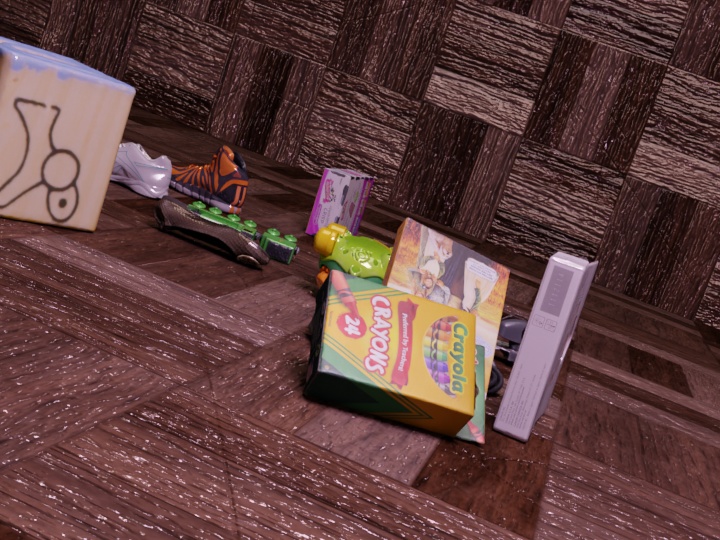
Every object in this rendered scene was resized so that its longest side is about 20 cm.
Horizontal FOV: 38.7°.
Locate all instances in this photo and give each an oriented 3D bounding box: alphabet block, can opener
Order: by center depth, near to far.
[{"bbox_3d":[-0.441,-0.186,1.344,0.194,0.203,0.195,11,13,-46],"label":"alphabet block"},{"bbox_3d":[0.165,0.083,1.477,0.197,0.068,0.053,18,8,-15],"label":"can opener"}]

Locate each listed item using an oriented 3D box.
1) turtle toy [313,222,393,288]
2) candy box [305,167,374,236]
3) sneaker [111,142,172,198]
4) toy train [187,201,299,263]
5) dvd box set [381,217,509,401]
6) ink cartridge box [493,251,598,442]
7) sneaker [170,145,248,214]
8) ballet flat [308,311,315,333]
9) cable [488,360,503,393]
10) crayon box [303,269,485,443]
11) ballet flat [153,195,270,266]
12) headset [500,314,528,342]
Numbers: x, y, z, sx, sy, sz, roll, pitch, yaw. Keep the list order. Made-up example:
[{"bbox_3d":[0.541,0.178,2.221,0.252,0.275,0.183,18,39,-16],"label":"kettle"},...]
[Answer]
[{"bbox_3d":[0.000,0.000,1.503,0.144,0.102,0.200,20,9,5],"label":"turtle toy"},{"bbox_3d":[-0.040,-0.135,2.096,0.060,0.138,0.200,19,8,12],"label":"candy box"},{"bbox_3d":[-0.423,-0.192,1.804,0.198,0.081,0.070,19,11,1],"label":"sneaker"},{"bbox_3d":[-0.194,-0.060,1.650,0.197,0.042,0.056,20,20,-1],"label":"toy train"},{"bbox_3d":[0.089,0.045,1.160,0.145,0.029,0.201,27,47,-8],"label":"dvd box set"},{"bbox_3d":[0.215,0.080,1.182,0.044,0.203,0.176,20,9,15],"label":"ink cartridge box"},{"bbox_3d":[-0.288,-0.191,1.966,0.198,0.113,0.077,24,10,26],"label":"sneaker"},{"bbox_3d":[-0.016,0.074,1.163,0.067,0.065,0.200,16,10,-20],"label":"ballet flat"},{"bbox_3d":[0.091,0.095,1.309,0.199,0.051,0.162,27,11,40],"label":"cable"},{"bbox_3d":[0.048,0.088,1.047,0.197,0.051,0.128,17,49,-14],"label":"crayon box"},{"bbox_3d":[-0.225,-0.050,1.525,0.198,0.047,0.068,27,-21,11],"label":"ballet flat"},{"bbox_3d":[0.118,0.067,1.261,0.197,0.095,0.123,12,7,20],"label":"headset"}]
